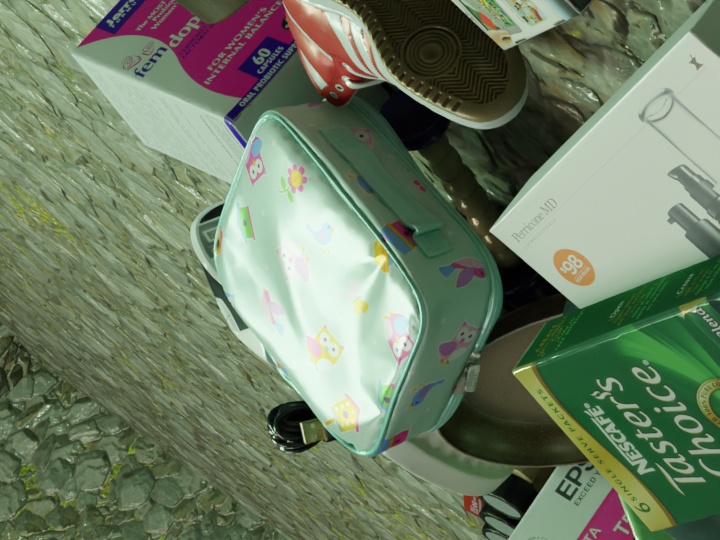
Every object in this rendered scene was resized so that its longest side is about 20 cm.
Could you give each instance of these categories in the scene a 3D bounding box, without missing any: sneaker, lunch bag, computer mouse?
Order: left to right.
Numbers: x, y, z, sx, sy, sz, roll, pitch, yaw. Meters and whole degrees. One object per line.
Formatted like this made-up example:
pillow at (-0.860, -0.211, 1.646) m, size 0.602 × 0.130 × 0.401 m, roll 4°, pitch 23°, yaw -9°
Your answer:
computer mouse at (-0.043, 0.034, 1.396) m, size 0.200 × 0.110 × 0.044 m, roll 56°, pitch 155°, yaw 31°
lunch bag at (0.000, 0.000, 1.293) m, size 0.200 × 0.077 × 0.161 m, roll 50°, pitch 136°, yaw 30°
sneaker at (0.025, -0.123, 1.233) m, size 0.200 × 0.071 × 0.113 m, roll 41°, pitch 165°, yaw 30°

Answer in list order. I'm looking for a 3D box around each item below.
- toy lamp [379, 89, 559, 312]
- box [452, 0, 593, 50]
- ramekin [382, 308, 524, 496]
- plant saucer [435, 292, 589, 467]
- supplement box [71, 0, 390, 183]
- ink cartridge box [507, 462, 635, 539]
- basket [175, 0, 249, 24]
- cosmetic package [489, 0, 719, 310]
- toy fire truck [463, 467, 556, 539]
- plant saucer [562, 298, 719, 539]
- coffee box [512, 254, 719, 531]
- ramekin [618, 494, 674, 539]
toy lamp at (0.077, -0.039, 1.399) m, size 0.058 × 0.058 × 0.200 m, roll 25°, pitch 157°, yaw 46°
box at (0.029, -0.196, 1.068) m, size 0.200 × 0.035 × 0.110 m, roll 43°, pitch 166°, yaw -10°
ramekin at (0.052, 0.047, 1.489) m, size 0.200 × 0.105 × 0.200 m, roll 36°, pitch -161°, yaw -14°
plant saucer at (0.141, 0.063, 1.360) m, size 0.200 × 0.200 × 0.032 m, roll 62°, pitch -165°, yaw -57°
supplement box at (-0.087, -0.127, 1.457) m, size 0.200 × 0.101 × 0.103 m, roll 24°, pitch 159°, yaw 48°
ink cartridge box at (0.198, 0.199, 1.505) m, size 0.165 × 0.200 × 0.075 m, roll 30°, pitch 172°, yaw 31°
basket at (-0.119, -0.235, 1.139) m, size 0.200 × 0.136 × 0.180 m, roll 39°, pitch -166°, yaw -19°
cosmetic package at (0.172, -0.028, 1.040) m, size 0.151 × 0.052 × 0.200 m, roll 42°, pitch 144°, yaw 0°
toy fire truck at (0.081, 0.125, 1.819) m, size 0.200 × 0.129 × 0.176 m, roll 26°, pitch 163°, yaw 14°
plant saucer at (0.197, 0.074, 1.224) m, size 0.200 × 0.200 × 0.027 m, roll 42°, pitch 130°, yaw -8°
coffee box at (0.179, 0.056, 1.043) m, size 0.123 × 0.044 × 0.200 m, roll 49°, pitch 142°, yaw -14°
ramekin at (0.236, 0.164, 1.342) m, size 0.200 × 0.098 × 0.200 m, roll 59°, pitch -168°, yaw -21°
